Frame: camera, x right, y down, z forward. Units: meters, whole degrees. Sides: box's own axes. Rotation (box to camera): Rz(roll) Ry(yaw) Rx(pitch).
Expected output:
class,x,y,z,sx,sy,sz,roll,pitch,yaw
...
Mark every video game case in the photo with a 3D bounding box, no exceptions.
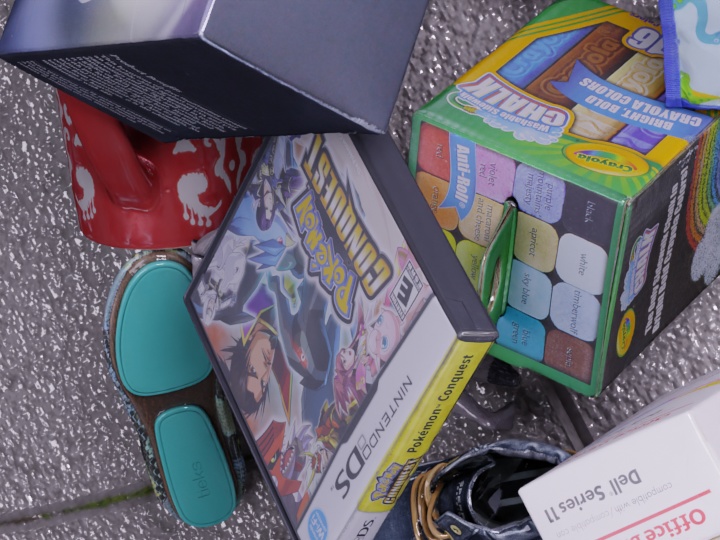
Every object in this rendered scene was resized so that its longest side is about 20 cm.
class,x,y,z,sx,sy,sz,roll,pitch,yaw
video game case,-0.016,0.023,1.380,0.181,0.025,0.200,-61,42,36

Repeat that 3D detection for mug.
class,x,y,z,sx,sy,sz,roll,pitch,yaw
mug,-0.130,-0.116,1.536,0.133,0.177,0.201,14,117,40

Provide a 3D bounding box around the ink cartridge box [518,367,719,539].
class,x,y,z,sx,sy,sz,roll,pitch,yaw
ink cartridge box,0.162,0.101,1.388,0.117,0.200,0.068,-29,88,36

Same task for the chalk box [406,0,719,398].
class,x,y,z,sx,sy,sz,roll,pitch,yaw
chalk box,0.099,-0.031,1.376,0.124,0.200,0.125,25,130,25

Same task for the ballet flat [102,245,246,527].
class,x,y,z,sx,sy,sz,roll,pitch,yaw
ballet flat,-0.112,0.058,1.618,0.074,0.074,0.201,16,129,29

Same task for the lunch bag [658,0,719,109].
class,x,y,z,sx,sy,sz,roll,pitch,yaw
lunch bag,0.226,-0.166,1.291,0.169,0.128,0.201,4,114,13

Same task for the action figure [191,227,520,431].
class,x,y,z,sx,sy,sz,roll,pitch,yaw
action figure,0.000,0.000,1.505,0.192,0.105,0.201,9,126,3

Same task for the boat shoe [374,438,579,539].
class,x,y,z,sx,sy,sz,roll,pitch,yaw
boat shoe,0.053,0.127,1.505,0.199,0.091,0.071,-14,71,31

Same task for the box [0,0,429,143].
class,x,y,z,sx,sy,sz,roll,pitch,yaw
box,-0.057,-0.177,1.360,0.198,0.123,0.201,1,70,53
